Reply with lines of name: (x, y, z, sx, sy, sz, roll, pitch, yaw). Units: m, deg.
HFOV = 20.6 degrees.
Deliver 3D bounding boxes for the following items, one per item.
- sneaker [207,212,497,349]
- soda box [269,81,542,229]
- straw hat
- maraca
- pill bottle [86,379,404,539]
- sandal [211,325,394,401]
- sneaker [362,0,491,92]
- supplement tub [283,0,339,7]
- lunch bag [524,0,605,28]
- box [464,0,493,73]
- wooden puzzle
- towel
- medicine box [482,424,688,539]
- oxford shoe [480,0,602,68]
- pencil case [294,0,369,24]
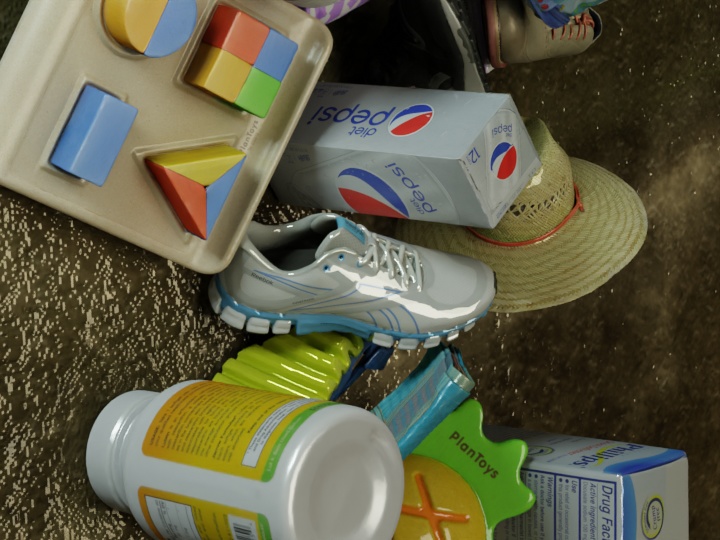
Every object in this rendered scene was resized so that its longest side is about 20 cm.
sneaker: (0.000, 0.000, 1.344, 0.199, 0.075, 0.087, 1, 139, -12)
soda box: (0.019, -0.080, 1.344, 0.068, 0.200, 0.064, -52, 130, -29)
straw hat: (0.115, -0.064, 1.444, 0.201, 0.201, 0.085, -41, 139, -37)
maraca: (0.037, 0.185, 1.440, 0.137, 0.107, 0.200, 41, 90, -3)
pill bottle: (-0.080, 0.129, 1.261, 0.111, 0.200, 0.111, -8, 101, -47)
sandal: (-0.034, 0.074, 1.401, 0.200, 0.079, 0.087, -42, 151, -27)
sneaker: (0.041, -0.150, 1.407, 0.200, 0.087, 0.076, 64, 10, -59)
supplement tub: (-0.074, -0.263, 1.198, 0.200, 0.144, 0.145, 27, 75, -32)
lunch bag: (0.113, -0.280, 1.394, 0.200, 0.082, 0.161, 46, 23, -46)
box: (0.072, -0.248, 1.493, 0.041, 0.039, 0.201, -43, 128, -65)
wooden puzzle: (-0.124, -0.109, 1.244, 0.200, 0.046, 0.186, 25, 91, -35)
towel: (-0.003, 0.129, 1.344, 0.022, 0.147, 0.200, 45, 94, -7)
medicine box: (0.140, 0.222, 1.507, 0.103, 0.200, 0.183, -10, 102, -52)
oxford shoe: (0.137, -0.193, 1.499, 0.200, 0.075, 0.071, -29, 115, -71)
pencil case: (-0.007, -0.227, 1.384, 0.200, 0.085, 0.084, -32, 104, -41)
